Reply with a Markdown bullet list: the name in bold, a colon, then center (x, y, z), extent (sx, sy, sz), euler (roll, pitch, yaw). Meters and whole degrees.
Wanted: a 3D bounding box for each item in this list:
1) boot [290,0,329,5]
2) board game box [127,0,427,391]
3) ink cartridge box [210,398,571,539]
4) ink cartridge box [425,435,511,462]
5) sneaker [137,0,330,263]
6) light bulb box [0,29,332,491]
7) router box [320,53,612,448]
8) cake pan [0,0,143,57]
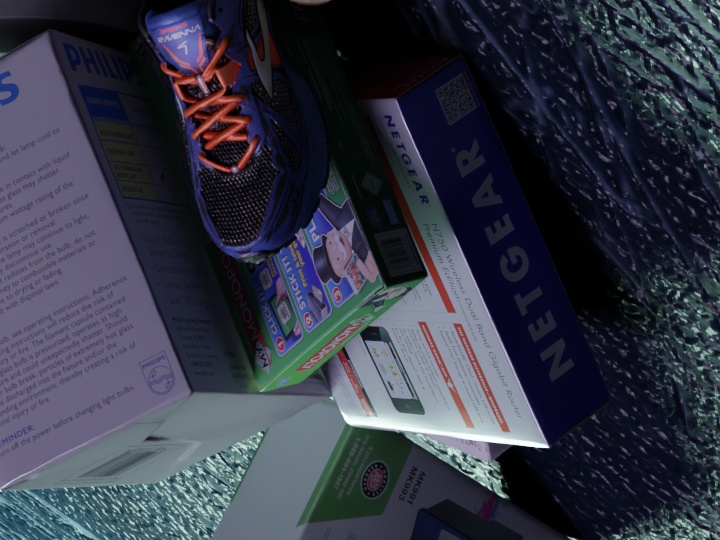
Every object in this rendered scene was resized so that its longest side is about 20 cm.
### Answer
- **boot**: center (-0.035, -0.200, 1.309), extent (0.200, 0.073, 0.155), euler (50, 158, -22)
- **board game box**: center (-0.045, -0.057, 1.485), extent (0.135, 0.029, 0.200), euler (-41, 66, 52)
- **ink cartridge box**: center (0.017, 0.182, 1.759), extent (0.200, 0.146, 0.087), euler (34, 166, -34)
- **ink cartridge box**: center (0.000, 0.000, 1.662), extent (0.200, 0.045, 0.177), euler (21, 135, 44)
- **sneaker**: center (-0.071, -0.101, 1.408), extent (0.075, 0.078, 0.201), euler (-16, 80, 30)
- **light bulb box**: center (-0.134, -0.001, 1.566), extent (0.200, 0.125, 0.198), euler (67, -163, 12)
- **router box**: center (0.021, -0.009, 1.529), extent (0.179, 0.049, 0.200), euler (3, 122, 55)
- **cake pan**: center (-0.193, -0.129, 1.591), extent (0.200, 0.200, 0.037), euler (149, 119, -68)
